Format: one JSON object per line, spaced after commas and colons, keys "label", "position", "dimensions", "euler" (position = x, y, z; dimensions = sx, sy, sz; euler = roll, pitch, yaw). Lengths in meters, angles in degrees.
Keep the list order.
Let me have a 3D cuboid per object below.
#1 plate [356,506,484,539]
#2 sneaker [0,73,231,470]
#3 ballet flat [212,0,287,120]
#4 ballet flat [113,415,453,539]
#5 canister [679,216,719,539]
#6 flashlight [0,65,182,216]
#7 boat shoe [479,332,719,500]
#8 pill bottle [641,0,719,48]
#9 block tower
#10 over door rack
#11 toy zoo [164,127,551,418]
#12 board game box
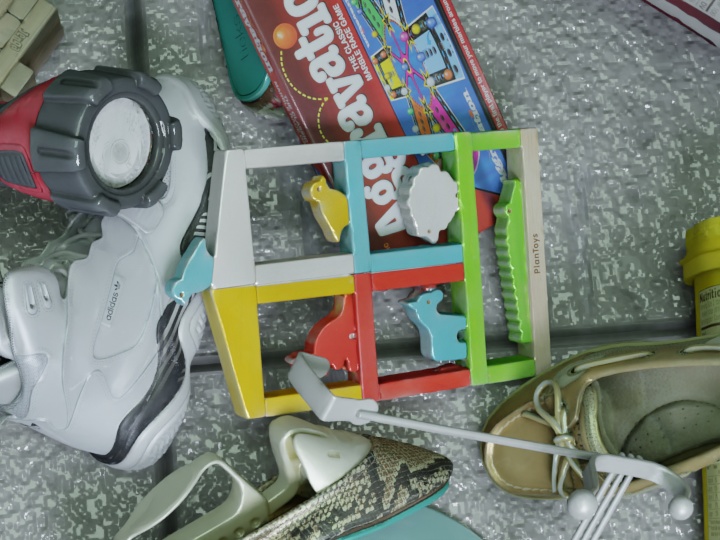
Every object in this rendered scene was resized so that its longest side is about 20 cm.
{"label": "plate", "position": [0.003, 0.212, 0.815], "dimensions": [0.200, 0.026, 0.200], "euler": [1, 79, -5]}
{"label": "sneaker", "position": [-0.132, -0.009, 0.794], "dimensions": [0.115, 0.075, 0.200], "euler": [16, 79, -42]}
{"label": "ballet flat", "position": [-0.050, -0.176, 0.872], "dimensions": [0.064, 0.076, 0.200], "euler": [-5, 83, -39]}
{"label": "ballet flat", "position": [-0.050, 0.116, 0.788], "dimensions": [0.200, 0.068, 0.075], "euler": [-28, 104, -15]}
{"label": "canister", "position": [0.243, 0.076, 0.838], "dimensions": [0.148, 0.087, 0.200], "euler": [1, 80, -6]}
{"label": "flashlight", "position": [-0.175, -0.069, 0.778], "dimensions": [0.200, 0.068, 0.068], "euler": [12, 83, 40]}
{"label": "boat shoe", "position": [0.138, 0.070, 0.788], "dimensions": [0.200, 0.063, 0.073], "euler": [-15, 89, 31]}
{"label": "pill bottle", "position": [0.187, -0.187, 0.867], "dimensions": [0.200, 0.114, 0.114], "euler": [31, 77, 0]}
{"label": "block tower", "position": [-0.244, -0.155, 0.844], "dimensions": [0.200, 0.054, 0.058], "euler": [34, 78, 0]}
{"label": "over door rack", "position": [0.037, 0.137, 0.734], "dimensions": [0.200, 0.067, 0.148], "euler": [18, 111, -22]}
{"label": "toy zoo", "position": [0.000, 0.000, 0.816], "dimensions": [0.200, 0.020, 0.131], "euler": [-7, 96, -22]}
{"label": "board game box", "position": [0.008, -0.100, 0.834], "dimensions": [0.103, 0.019, 0.200], "euler": [-31, 108, -17]}
